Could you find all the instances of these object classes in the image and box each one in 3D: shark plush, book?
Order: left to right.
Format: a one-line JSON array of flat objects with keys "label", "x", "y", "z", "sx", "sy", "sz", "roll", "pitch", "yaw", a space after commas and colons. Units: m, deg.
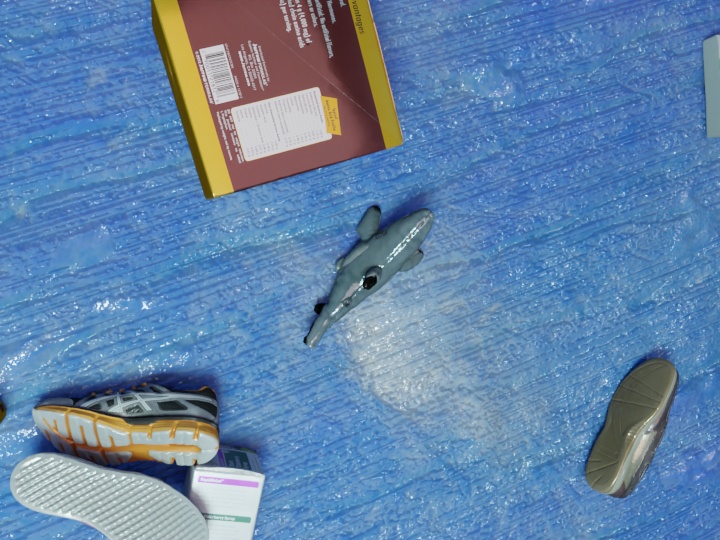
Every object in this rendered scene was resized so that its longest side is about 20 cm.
[{"label": "shark plush", "x": 0.000, "y": 0.000, "z": 0.764, "sx": 0.200, "sy": 0.083, "sz": 0.091, "roll": -36, "pitch": 105, "yaw": -10}, {"label": "book", "x": 0.573, "y": -0.259, "z": 0.936, "sx": 0.199, "sy": 0.048, "sz": 0.134, "roll": -6, "pitch": 93, "yaw": -14}]

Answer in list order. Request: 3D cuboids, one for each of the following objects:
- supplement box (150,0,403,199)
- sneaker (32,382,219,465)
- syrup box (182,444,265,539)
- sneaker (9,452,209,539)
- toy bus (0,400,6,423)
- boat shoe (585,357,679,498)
[{"label": "supplement box", "x": -0.089, "y": -0.196, "z": 0.692, "sx": 0.199, "sy": 0.133, "sz": 0.198, "roll": -18, "pitch": 100, "yaw": -14}, {"label": "sneaker", "x": -0.245, "y": 0.158, "z": 0.716, "sx": 0.199, "sy": 0.077, "sz": 0.079, "roll": 7, "pitch": 131, "yaw": -2}, {"label": "syrup box", "x": -0.167, "y": 0.304, "z": 0.747, "sx": 0.081, "sy": 0.079, "sz": 0.201, "roll": 13, "pitch": 92, "yaw": -17}, {"label": "sneaker", "x": -0.251, "y": 0.243, "z": 0.696, "sx": 0.200, "sy": 0.114, "sz": 0.073, "roll": 27, "pitch": 65, "yaw": -4}, {"label": "toy bus", "x": -0.464, "y": 0.167, "z": 0.651, "sx": 0.199, "sy": 0.065, "sz": 0.079, "roll": -29, "pitch": 105, "yaw": -13}, {"label": "boat shoe", "x": 0.377, "y": 0.216, "z": 0.912, "sx": 0.065, "sy": 0.072, "sz": 0.201, "roll": 31, "pitch": 83, "yaw": -29}]
